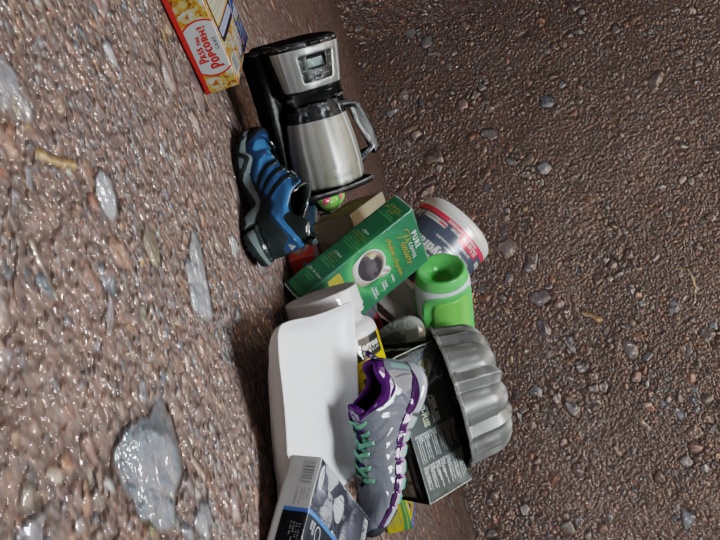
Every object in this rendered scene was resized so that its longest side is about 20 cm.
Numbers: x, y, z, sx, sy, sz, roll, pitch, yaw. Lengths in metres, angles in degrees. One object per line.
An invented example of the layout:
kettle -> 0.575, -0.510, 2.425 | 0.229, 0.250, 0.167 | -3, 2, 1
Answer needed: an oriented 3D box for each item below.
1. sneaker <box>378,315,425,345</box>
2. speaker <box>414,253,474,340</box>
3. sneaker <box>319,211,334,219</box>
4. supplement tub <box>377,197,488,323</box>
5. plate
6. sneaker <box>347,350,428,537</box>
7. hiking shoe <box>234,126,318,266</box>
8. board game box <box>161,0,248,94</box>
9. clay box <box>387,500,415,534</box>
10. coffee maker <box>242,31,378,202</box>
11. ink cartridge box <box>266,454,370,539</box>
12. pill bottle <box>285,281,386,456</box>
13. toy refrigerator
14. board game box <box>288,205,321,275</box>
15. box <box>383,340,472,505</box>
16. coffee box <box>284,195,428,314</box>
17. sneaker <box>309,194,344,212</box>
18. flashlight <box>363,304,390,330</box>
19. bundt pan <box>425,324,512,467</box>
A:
sneaker -> 0.064, 0.139, 1.160 | 0.078, 0.099, 0.201 | 39, -48, 23
speaker -> 0.132, 0.075, 1.135 | 0.089, 0.087, 0.202 | -96, 176, -52
sneaker -> -0.028, -0.004, 1.267 | 0.201, 0.078, 0.079 | 61, 6, -11
supplement tub -> 0.102, -0.007, 1.221 | 0.140, 0.200, 0.140 | 42, -6, 6
plate -> -0.049, 0.144, 0.782 | 0.199, 0.032, 0.203 | -14, 101, -70
sneaker -> 0.009, 0.194, 0.836 | 0.087, 0.074, 0.202 | 21, 78, -30
hiking shoe -> -0.101, -0.098, 0.905 | 0.075, 0.086, 0.202 | 60, 16, -59
board game box -> -0.195, -0.333, 0.864 | 0.152, 0.046, 0.201 | -95, 166, -53
clay box -> 0.042, 0.314, 1.221 | 0.115, 0.047, 0.202 | -52, 127, -80
coffee maker -> -0.087, -0.204, 0.986 | 0.134, 0.190, 0.202 | -33, 115, -46
ink cartridge box -> -0.032, 0.270, 0.727 | 0.201, 0.039, 0.100 | 65, 31, -49
pill bottle -> -0.021, 0.125, 0.926 | 0.114, 0.113, 0.202 | -59, 132, -79
toy refrigerator -> -0.009, -0.064, 1.158 | 0.200, 0.069, 0.077 | -47, 120, -68
board game box -> -0.056, 0.022, 1.144 | 0.154, 0.040, 0.202 | -93, 165, -59
box -> 0.051, 0.212, 1.047 | 0.163, 0.085, 0.202 | -15, -88, 55
coffee box -> 0.000, 0.000, 1.030 | 0.044, 0.199, 0.123 | 43, -12, 38
sneaker -> -0.102, -0.178, 1.172 | 0.084, 0.076, 0.202 | -25, -89, 55
flashlight -> 0.020, 0.089, 1.165 | 0.200, 0.067, 0.069 | 58, 42, -60
bundt pan -> 0.156, 0.165, 1.035 | 0.202, 0.075, 0.204 | 163, -90, -86
